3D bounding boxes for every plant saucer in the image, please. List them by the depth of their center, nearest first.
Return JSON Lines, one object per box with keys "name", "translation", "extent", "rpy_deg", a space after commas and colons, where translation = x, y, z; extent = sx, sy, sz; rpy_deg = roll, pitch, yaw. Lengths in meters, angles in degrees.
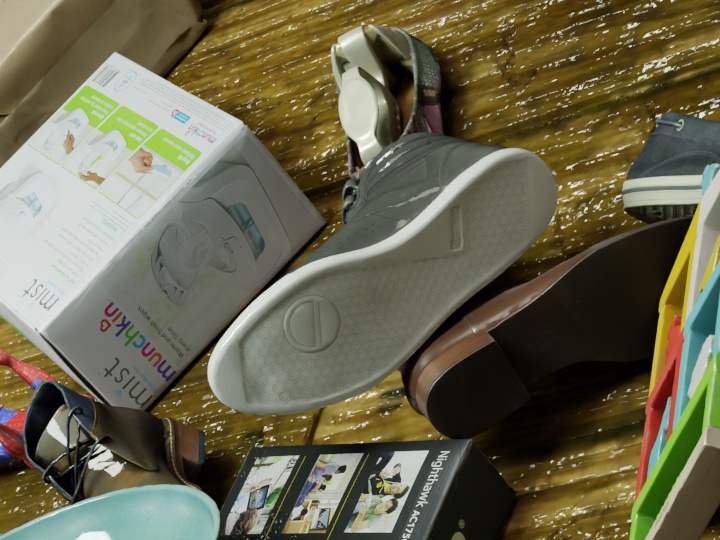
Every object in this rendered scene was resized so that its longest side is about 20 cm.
{"name": "plant saucer", "translation": [-0.148, 0.170, 1.133], "extent": [0.199, 0.036, 0.200], "rpy_deg": [-23, 18, 8]}

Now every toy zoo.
{"name": "toy zoo", "translation": [0.155, 0.032, 1.098], "extent": [0.132, 0.020, 0.201], "rpy_deg": [107, 177, -52]}

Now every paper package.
{"name": "paper package", "translation": [-0.239, -0.162, 1.763], "extent": [0.191, 0.104, 0.200], "rpy_deg": [-49, 34, -12]}

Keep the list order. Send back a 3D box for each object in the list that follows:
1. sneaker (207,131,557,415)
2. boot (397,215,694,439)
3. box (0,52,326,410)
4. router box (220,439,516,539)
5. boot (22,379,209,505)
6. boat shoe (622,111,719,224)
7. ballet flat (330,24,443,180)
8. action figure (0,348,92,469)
{"name": "sneaker", "translation": [0.000, 0.000, 1.232], "extent": [0.199, 0.071, 0.099], "rpy_deg": [-36, 22, -10]}
{"name": "boot", "translation": [0.082, 0.001, 1.276], "extent": [0.185, 0.065, 0.200], "rpy_deg": [-26, 20, -6]}
{"name": "box", "translation": [-0.150, -0.025, 1.509], "extent": [0.177, 0.097, 0.200], "rpy_deg": [-47, 33, -9]}
{"name": "router box", "translation": [-0.026, 0.176, 1.179], "extent": [0.148, 0.051, 0.201], "rpy_deg": [-6, 46, 40]}
{"name": "boot", "translation": [-0.135, 0.120, 1.277], "extent": [0.075, 0.096, 0.200], "rpy_deg": [-62, 12, 12]}
{"name": "boat shoe", "translation": [0.209, -0.054, 1.185], "extent": [0.199, 0.074, 0.063], "rpy_deg": [0, 71, 52]}
{"name": "ballet flat", "translation": [0.012, -0.102, 1.455], "extent": [0.069, 0.071, 0.201], "rpy_deg": [-31, 33, 16]}
{"name": "action figure", "translation": [-0.232, 0.086, 1.468], "extent": [0.199, 0.099, 0.066], "rpy_deg": [-7, 46, 38]}
